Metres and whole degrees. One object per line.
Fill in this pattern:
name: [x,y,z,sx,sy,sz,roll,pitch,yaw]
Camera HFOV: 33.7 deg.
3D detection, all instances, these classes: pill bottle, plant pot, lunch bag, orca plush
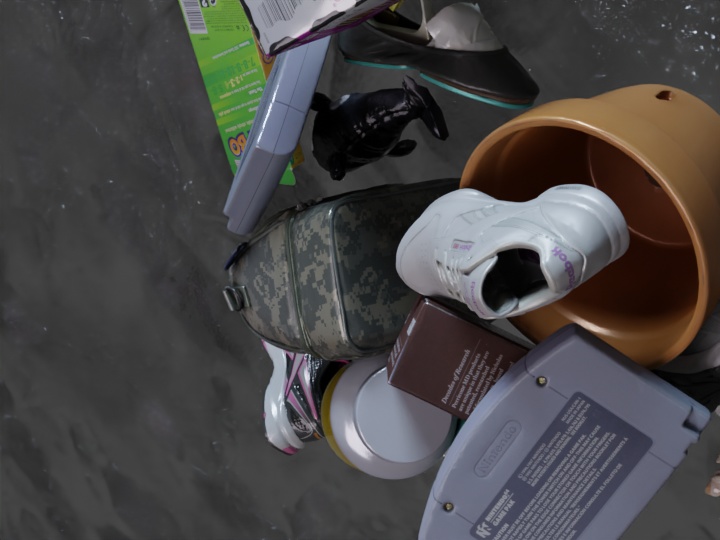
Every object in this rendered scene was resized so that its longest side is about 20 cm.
pill bottle: [0.025,0.127,1.056,0.112,0.112,0.200,52,171,2]
plant pot: [0.189,-0.047,0.867,0.199,0.140,0.202,26,135,29]
lunch bag: [0.000,0.000,1.045,0.167,0.199,0.141,-10,92,52]
orca plush: [0.005,-0.104,1.034,0.105,0.072,0.199,31,163,-34]

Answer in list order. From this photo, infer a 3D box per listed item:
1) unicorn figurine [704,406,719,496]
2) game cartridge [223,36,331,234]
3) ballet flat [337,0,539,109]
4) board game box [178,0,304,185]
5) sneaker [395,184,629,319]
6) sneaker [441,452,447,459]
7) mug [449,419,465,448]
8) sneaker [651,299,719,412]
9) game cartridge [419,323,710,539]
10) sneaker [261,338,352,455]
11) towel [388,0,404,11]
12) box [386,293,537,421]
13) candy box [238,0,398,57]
unicorn figurine: [0.298,0.103,0.919,0.200,0.074,0.138,40,130,25]
game cartridge: [-0.067,-0.143,1.026,0.041,0.201,0.133,23,142,-13]
ballet flat: [0.058,-0.185,0.960,0.199,0.068,0.069,22,120,34]
board game box: [-0.115,-0.181,1.170,0.095,0.030,0.202,10,122,42]
sneaker: [0.082,-0.009,0.814,0.199,0.099,0.075,-11,113,51]
sneaker: [0.040,0.116,1.219,0.199,0.074,0.088,23,113,32]
mug: [0.146,0.150,1.053,0.115,0.152,0.185,51,142,4]
sneaker: [0.259,0.057,0.880,0.074,0.080,0.199,36,155,-25]
game cartridge: [0.134,0.141,0.841,0.133,0.042,0.201,34,109,1]
sneaker: [-0.047,0.087,1.219,0.086,0.202,0.080,-16,151,20]
towel: [-0.018,-0.306,0.957,0.200,0.018,0.086,44,117,11]
box: [0.121,0.092,0.911,0.199,0.075,0.100,28,-177,0]
candy box: [0.025,-0.231,0.858,0.199,0.136,0.061,-23,97,36]
